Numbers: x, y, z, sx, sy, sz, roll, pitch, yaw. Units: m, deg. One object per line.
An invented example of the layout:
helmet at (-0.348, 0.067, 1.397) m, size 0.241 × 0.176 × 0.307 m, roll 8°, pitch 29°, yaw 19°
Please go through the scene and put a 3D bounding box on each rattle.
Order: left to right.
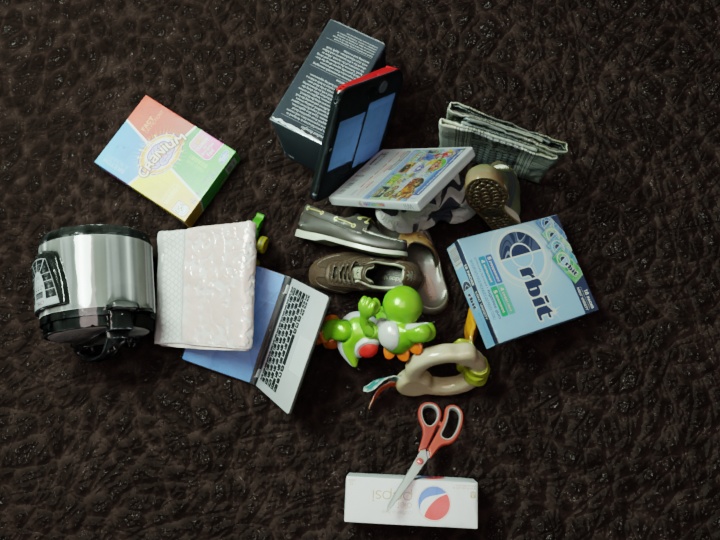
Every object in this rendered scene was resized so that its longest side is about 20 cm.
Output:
rattle at (0.097, 0.131, 1.043) m, size 0.200 × 0.130 × 0.143 m, roll -20°, pitch 64°, yaw 25°

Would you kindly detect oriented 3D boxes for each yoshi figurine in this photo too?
yoshi figurine at (0.020, 0.072, 1.010) m, size 0.200 × 0.112 × 0.112 m, roll -4°, pitch 34°, yaw 27°

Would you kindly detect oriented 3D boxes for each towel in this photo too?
towel at (-0.250, 0.026, 1.045) m, size 0.191 × 0.032 × 0.201 m, roll -2°, pitch 83°, yaw 26°
towel at (0.216, -0.193, 1.040) m, size 0.192 × 0.200 × 0.035 m, roll 23°, pitch 86°, yaw 6°

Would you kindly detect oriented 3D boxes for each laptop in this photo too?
laptop at (-0.167, 0.093, 1.018) m, size 0.116 × 0.200 × 0.188 m, roll 17°, pitch 93°, yaw -35°

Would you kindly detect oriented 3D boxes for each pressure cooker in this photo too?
pressure cooker at (-0.410, 0.042, 1.029) m, size 0.178 × 0.176 × 0.201 m, roll -7°, pitch 78°, yaw -1°

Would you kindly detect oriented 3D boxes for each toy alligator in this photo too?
toy alligator at (-0.206, -0.009, 1.092) m, size 0.059 × 0.054 × 0.200 m, roll 20°, pitch 79°, yaw 7°

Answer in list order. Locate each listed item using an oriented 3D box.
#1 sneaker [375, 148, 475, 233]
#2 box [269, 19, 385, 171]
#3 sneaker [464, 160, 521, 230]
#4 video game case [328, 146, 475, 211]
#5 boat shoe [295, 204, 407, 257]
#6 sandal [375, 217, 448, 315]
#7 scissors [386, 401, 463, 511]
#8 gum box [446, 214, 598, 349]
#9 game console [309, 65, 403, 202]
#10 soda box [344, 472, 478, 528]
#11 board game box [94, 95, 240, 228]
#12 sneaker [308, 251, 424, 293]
sneaker at (0.093, -0.139, 1.074) m, size 0.199 × 0.080 × 0.130 m, roll -12°, pitch 60°, yaw -26°
box at (-0.047, -0.281, 1.096) m, size 0.107 × 0.148 × 0.200 m, roll 28°, pitch 81°, yaw 8°
sneaker at (0.210, -0.137, 1.037) m, size 0.067 × 0.200 × 0.090 m, roll -6°, pitch 68°, yaw 25°
video game case at (0.060, -0.144, 1.013) m, size 0.143 × 0.200 × 0.018 m, roll -45°, pitch 123°, yaw -27°
boat shoe at (-0.013, -0.064, 1.064) m, size 0.201 × 0.072 × 0.061 m, roll 13°, pitch 88°, yaw 24°
sandal at (0.089, -0.023, 1.081) m, size 0.082 × 0.055 × 0.200 m, roll -19°, pitch 78°, yaw -2°
scissors at (0.102, 0.282, 0.991) m, size 0.073 × 0.014 × 0.200 m, roll 18°, pitch 50°, yaw 11°
gum box at (0.257, 0.014, 1.036) m, size 0.200 × 0.045 × 0.170 m, roll -15°, pitch 76°, yaw -23°
game console at (-0.005, -0.216, 1.036) m, size 0.031 × 0.200 × 0.177 m, roll 31°, pitch 40°, yaw 16°
soda box at (0.077, 0.349, 0.997) m, size 0.199 × 0.064 × 0.068 m, roll 2°, pitch 78°, yaw 2°
board game box at (-0.336, -0.191, 1.145) m, size 0.200 × 0.040 × 0.153 m, roll 32°, pitch 81°, yaw 9°
sneaker at (0.000, 0.000, 1.049) m, size 0.199 × 0.076 × 0.071 m, roll 1°, pitch 81°, yaw 20°
